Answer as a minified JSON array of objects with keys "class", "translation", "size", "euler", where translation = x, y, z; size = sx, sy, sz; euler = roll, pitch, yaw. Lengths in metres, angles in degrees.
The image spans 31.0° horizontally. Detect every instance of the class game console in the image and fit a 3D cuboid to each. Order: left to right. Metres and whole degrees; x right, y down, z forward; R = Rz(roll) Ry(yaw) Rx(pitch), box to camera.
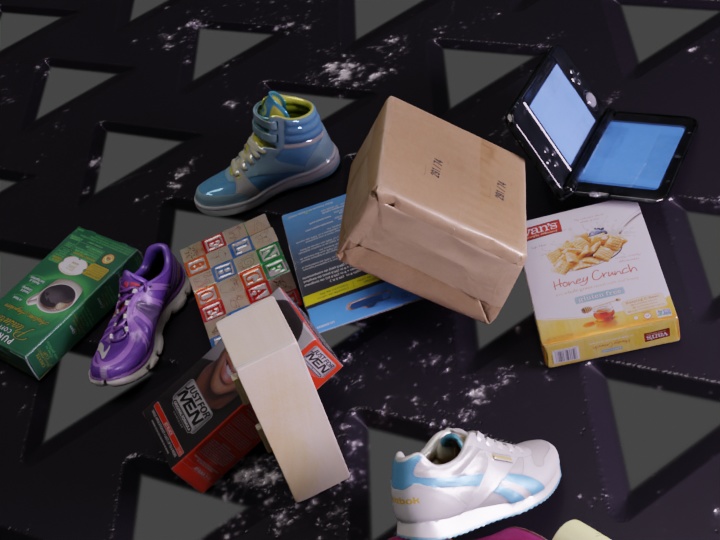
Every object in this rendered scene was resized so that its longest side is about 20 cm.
[{"class":"game console","translation":[0.281,-0.174,1.500],"size":[0.116,0.177,0.200],"euler":[-27,17,38]}]

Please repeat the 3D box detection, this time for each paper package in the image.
[{"class":"paper package","translation":[0.081,-0.067,1.402],"size":[0.188,0.104,0.201],"euler":[24,34,-12]}]

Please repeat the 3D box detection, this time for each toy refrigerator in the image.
[{"class":"toy refrigerator","translation":[-0.077,0.130,1.269],"size":[0.069,0.202,0.076],"euler":[-24,42,-7]}]

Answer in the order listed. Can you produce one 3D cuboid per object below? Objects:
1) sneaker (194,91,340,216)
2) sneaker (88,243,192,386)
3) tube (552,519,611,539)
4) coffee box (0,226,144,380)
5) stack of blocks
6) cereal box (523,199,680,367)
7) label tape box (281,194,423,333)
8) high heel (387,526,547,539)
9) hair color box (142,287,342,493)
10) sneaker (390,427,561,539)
[{"class":"sneaker","translation":[-0.134,-0.157,1.650],"size":[0.197,0.132,0.080],"euler":[-23,42,-4]},{"class":"sneaker","translation":[-0.269,0.049,1.518],"size":[0.079,0.084,0.202],"euler":[1,46,22]},{"class":"tube","translation":[0.248,0.276,1.095],"size":[0.057,0.053,0.199],"euler":[-1,19,-43]},{"class":"coffee box","translation":[-0.370,0.037,1.599],"size":[0.122,0.044,0.200],"euler":[18,53,35]},{"class":"stack of blocks","translation":[-0.129,0.033,1.500],"size":[0.114,0.059,0.201],"euler":[-22,41,-4]},{"class":"cereal box","translation":[0.250,0.008,1.396],"size":[0.142,0.040,0.202],"euler":[-13,42,6]},{"class":"label tape box","translation":[0.000,0.000,1.481],"size":[0.142,0.064,0.202],"euler":[-18,45,1]},{"class":"high heel","translation":[0.098,0.275,1.149],"size":[0.198,0.068,0.096],"euler":[2,33,43]},{"class":"hair color box","translation":[-0.125,0.124,1.359],"size":[0.200,0.061,0.102],"euler":[-42,43,1]},{"class":"sneaker","translation":[0.111,0.182,1.187],"size":[0.198,0.082,0.076],"euler":[-13,6,-41]}]
